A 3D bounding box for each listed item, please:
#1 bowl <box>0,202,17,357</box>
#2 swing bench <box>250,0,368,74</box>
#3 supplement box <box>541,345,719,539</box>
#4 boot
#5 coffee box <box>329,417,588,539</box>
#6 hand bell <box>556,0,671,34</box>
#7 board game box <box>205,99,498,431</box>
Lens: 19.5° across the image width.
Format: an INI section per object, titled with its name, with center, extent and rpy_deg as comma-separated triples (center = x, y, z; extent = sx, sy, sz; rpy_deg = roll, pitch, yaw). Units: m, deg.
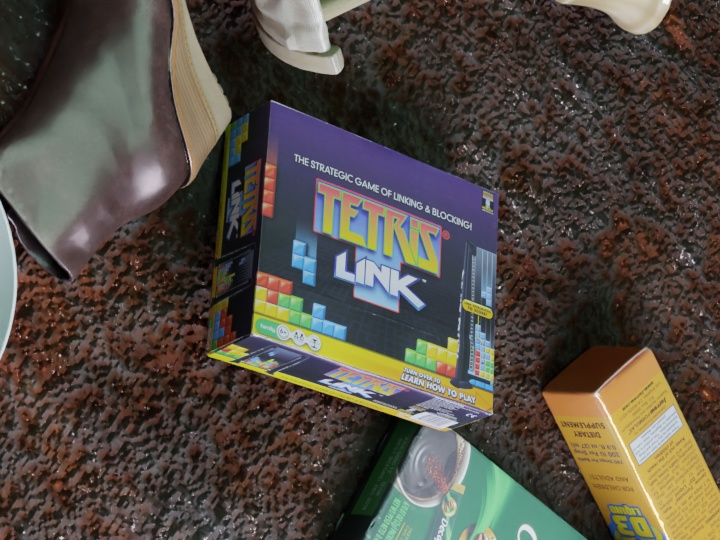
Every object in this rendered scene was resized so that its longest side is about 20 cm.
[bowl]
center = -0.300, 0.005, 1.165
extent = 0.200, 0.090, 0.202
rpy_deg = 1, 88, -36
[swing bench]
center = -0.020, -0.267, 1.316
extent = 0.200, 0.130, 0.199
rpy_deg = -40, 133, -27
[supplement box]
center = 0.213, 0.155, 1.540
extent = 0.069, 0.066, 0.200
rpy_deg = -39, 110, -29
[boot]
center = -0.174, -0.115, 1.268
extent = 0.166, 0.072, 0.200
rpy_deg = -45, 117, -30
[coffee box]
center = 0.078, 0.199, 1.455
extent = 0.200, 0.044, 0.123
rpy_deg = 42, 66, -27
[hand bell]
center = 0.113, -0.216, 1.481
extent = 0.199, 0.104, 0.105
rpy_deg = -5, 92, -24
[board game box]
center = 0.000, 0.000, 1.375
extent = 0.200, 0.057, 0.166
rpy_deg = 19, 63, -34
